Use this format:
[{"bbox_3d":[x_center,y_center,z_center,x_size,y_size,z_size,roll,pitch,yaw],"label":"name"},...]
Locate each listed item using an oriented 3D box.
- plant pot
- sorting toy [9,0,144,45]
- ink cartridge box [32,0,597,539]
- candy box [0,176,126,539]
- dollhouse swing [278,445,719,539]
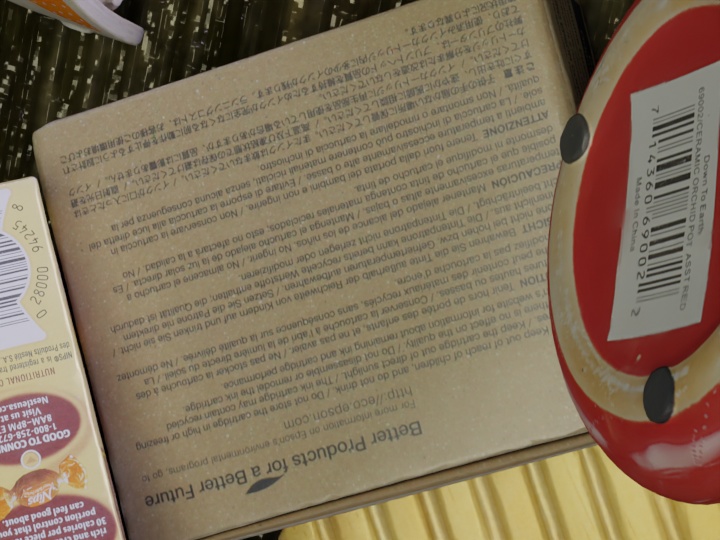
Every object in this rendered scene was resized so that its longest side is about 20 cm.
[{"bbox_3d":[0.170,-0.007,0.668,0.182,0.200,0.201,12,103,-24],"label":"plant pot"},{"bbox_3d":[-0.159,-0.201,0.827,0.180,0.107,0.200,18,103,31],"label":"sorting toy"},{"bbox_3d":[0.000,0.000,0.799,0.200,0.075,0.165,-16,84,16],"label":"ink cartridge box"},{"bbox_3d":[-0.117,0.081,0.795,0.055,0.115,0.200,-13,74,-9],"label":"candy box"},{"bbox_3d":[0.057,0.160,0.781,0.200,0.182,0.176,-18,104,17],"label":"dollhouse swing"}]
